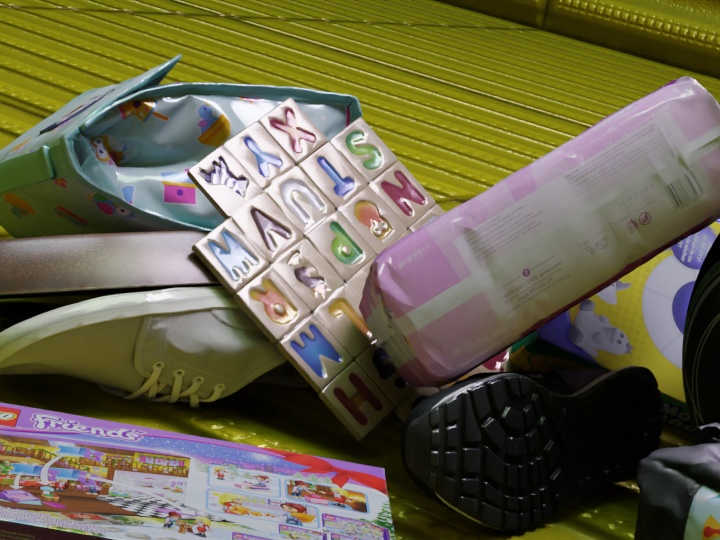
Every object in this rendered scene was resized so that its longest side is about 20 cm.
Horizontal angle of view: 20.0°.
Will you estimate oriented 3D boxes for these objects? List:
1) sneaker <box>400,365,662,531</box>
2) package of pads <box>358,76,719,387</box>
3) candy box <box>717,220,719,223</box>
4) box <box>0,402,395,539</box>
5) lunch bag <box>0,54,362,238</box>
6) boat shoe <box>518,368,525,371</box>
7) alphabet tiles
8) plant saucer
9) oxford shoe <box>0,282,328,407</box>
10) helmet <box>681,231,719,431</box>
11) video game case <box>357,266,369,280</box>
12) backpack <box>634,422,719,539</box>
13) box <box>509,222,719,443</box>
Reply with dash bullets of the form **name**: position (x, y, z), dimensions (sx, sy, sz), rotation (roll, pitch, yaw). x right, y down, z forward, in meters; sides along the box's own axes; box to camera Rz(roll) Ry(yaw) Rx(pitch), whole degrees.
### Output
- **sneaker**: position (0.068, 0.086, 1.037), dimensions (0.087, 0.077, 0.199), rotation (3, 2, 38)
- **package of pads**: position (0.096, -0.016, 1.036), dimensions (0.199, 0.076, 0.121), rotation (-31, -1, -6)
- **candy box**: position (0.244, 0.004, 1.349), dimensions (0.199, 0.078, 0.168), rotation (-14, 18, -39)
- **box**: position (-0.084, 0.106, 0.850), dimensions (0.198, 0.039, 0.137), rotation (10, 14, -5)
- **lunch bag**: position (-0.123, -0.061, 1.259), dimensions (0.198, 0.123, 0.170), rotation (4, -6, -30)
- **boat shoe**: position (0.091, 0.046, 1.194), dimensions (0.198, 0.073, 0.068), rotation (3, 10, 16)
- **alphabet tiles**: position (0.000, 0.000, 1.109), dimensions (0.200, 0.006, 0.166), rotation (49, 43, 2)
- **plant saucer**: position (-0.144, -0.002, 1.126), dimensions (0.198, 0.032, 0.200), rotation (-3, 0, 0)
- **oxford shoe**: position (-0.099, 0.043, 1.063), dimensions (0.199, 0.058, 0.075), rotation (-3, -12, -32)
- **helmet**: position (0.254, 0.043, 1.038), dimensions (0.198, 0.192, 0.201), rotation (9, 42, -8)
- **video game case**: position (-0.023, 0.005, 1.237), dimensions (0.142, 0.018, 0.200), rotation (-13, 5, 22)
- **backpack**: position (0.230, 0.135, 0.818), dimensions (0.162, 0.155, 0.199), rotation (6, -8, -42)
- **box**: position (0.193, 0.035, 1.149), dimensions (0.199, 0.118, 0.048), rotation (24, -25, -10)
